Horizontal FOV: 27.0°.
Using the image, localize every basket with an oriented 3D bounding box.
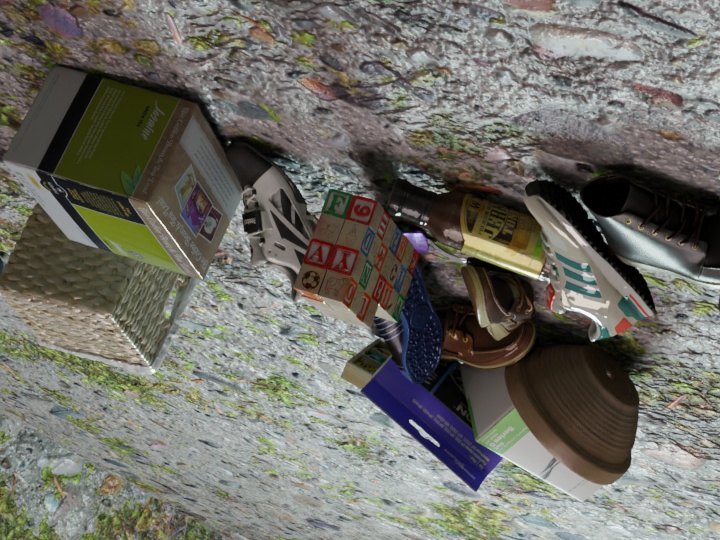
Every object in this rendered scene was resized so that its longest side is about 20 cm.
[{"bbox_3d":[-0.339,0.003,1.979,0.199,0.199,0.161,12,156,22],"label":"basket"}]

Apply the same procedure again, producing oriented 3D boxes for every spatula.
[{"bbox_3d":[0.112,-0.018,1.748,0.199,0.021,0.057,14,157,17],"label":"spatula"}]

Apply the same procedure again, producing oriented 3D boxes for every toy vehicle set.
[{"bbox_3d":[0.082,0.168,2.072,0.199,0.027,0.124,29,-159,12],"label":"toy vehicle set"}]

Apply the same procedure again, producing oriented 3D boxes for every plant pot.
[{"bbox_3d":[0.282,0.160,1.865,0.200,0.201,0.093,32,118,-28],"label":"plant pot"}]

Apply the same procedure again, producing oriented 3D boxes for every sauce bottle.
[{"bbox_3d":[0.125,-0.046,1.605,0.199,0.065,0.065,19,159,1],"label":"sauce bottle"}]

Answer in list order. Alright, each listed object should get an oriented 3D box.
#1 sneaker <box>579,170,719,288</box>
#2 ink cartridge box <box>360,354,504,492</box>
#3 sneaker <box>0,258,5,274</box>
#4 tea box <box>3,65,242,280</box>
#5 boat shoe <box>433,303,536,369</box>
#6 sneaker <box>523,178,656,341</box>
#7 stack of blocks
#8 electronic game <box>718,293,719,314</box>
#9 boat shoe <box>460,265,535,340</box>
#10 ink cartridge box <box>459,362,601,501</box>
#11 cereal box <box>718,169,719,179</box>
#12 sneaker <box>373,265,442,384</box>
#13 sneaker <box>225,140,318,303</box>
[{"bbox_3d":[0.308,-0.040,1.428,0.199,0.075,0.106,5,158,39],"label":"sneaker"},{"bbox_3d":[0.112,0.177,1.958,0.198,0.043,0.200,40,-156,4],"label":"ink cartridge box"},{"bbox_3d":[-0.595,-0.015,2.360,0.146,0.081,0.199,25,157,-34],"label":"sneaker"},{"bbox_3d":[-0.263,-0.108,1.710,0.196,0.134,0.200,18,160,20],"label":"tea box"},{"bbox_3d":[0.133,0.079,1.897,0.199,0.072,0.067,1,154,48],"label":"boat shoe"},{"bbox_3d":[0.215,-0.002,1.537,0.093,0.071,0.200,-36,115,21],"label":"sneaker"},{"bbox_3d":[0.000,0.000,1.651,0.058,0.116,0.200,16,170,20],"label":"stack of blocks"},{"bbox_3d":[0.468,0.044,1.534,0.199,0.042,0.200,12,152,7],"label":"electronic game"},{"bbox_3d":[0.167,0.030,1.735,0.072,0.073,0.200,-21,159,9],"label":"boat shoe"},{"bbox_3d":[0.236,0.192,1.957,0.199,0.146,0.084,32,118,-27],"label":"ink cartridge box"},{"bbox_3d":[0.426,-0.079,1.274,0.143,0.040,0.200,30,157,-24],"label":"cereal box"},{"bbox_3d":[0.047,0.051,1.866,0.078,0.070,0.201,30,145,42],"label":"sneaker"},{"bbox_3d":[-0.102,-0.052,1.694,0.200,0.088,0.074,53,163,-5],"label":"sneaker"}]
